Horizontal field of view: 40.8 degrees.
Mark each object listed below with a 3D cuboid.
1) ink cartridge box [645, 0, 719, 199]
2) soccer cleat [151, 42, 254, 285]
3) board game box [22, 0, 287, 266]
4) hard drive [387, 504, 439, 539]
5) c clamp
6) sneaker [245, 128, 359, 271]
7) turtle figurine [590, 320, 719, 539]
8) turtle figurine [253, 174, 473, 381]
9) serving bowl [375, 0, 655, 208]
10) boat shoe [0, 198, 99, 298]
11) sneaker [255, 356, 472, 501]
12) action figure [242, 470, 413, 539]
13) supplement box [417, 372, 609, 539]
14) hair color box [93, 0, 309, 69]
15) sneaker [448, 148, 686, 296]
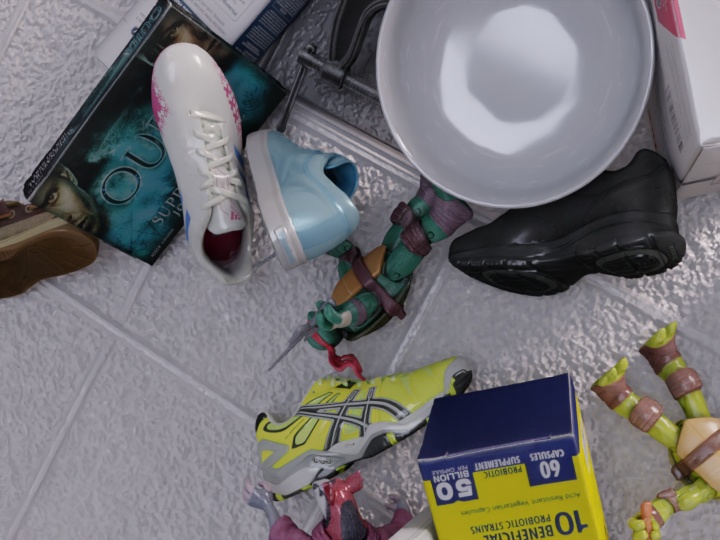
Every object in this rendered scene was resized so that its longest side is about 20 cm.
[{"bbox_3d":[0.246,-0.142,0.670,0.081,0.200,0.149,-11,83,11],"label":"ink cartridge box"},{"bbox_3d":[-0.118,-0.081,0.785,0.069,0.086,0.203,-18,123,-17],"label":"soccer cleat"},{"bbox_3d":[-0.172,-0.111,0.817,0.201,0.135,0.028,-50,42,10],"label":"board game box"},{"bbox_3d":[0.051,0.244,0.693,0.026,0.200,0.134,-4,84,15],"label":"hard drive"},{"bbox_3d":[0.039,-0.156,0.791,0.197,0.027,0.173,24,124,8],"label":"c clamp"},{"bbox_3d":[-0.041,-0.066,0.773,0.081,0.201,0.075,-19,123,-1],"label":"sneaker"},{"bbox_3d":[0.259,0.121,0.715,0.199,0.064,0.162,-37,72,2],"label":"turtle figurine"},{"bbox_3d":[0.000,0.000,0.784,0.200,0.101,0.150,-44,35,7],"label":"turtle figurine"},{"bbox_3d":[0.113,-0.150,0.702,0.197,0.066,0.204,4,102,19],"label":"serving bowl"},{"bbox_3d":[-0.321,-0.029,0.898,0.197,0.072,0.073,-15,51,25],"label":"boat shoe"},{"bbox_3d":[-0.003,0.114,0.785,0.198,0.075,0.077,-29,79,10],"label":"sneaker"},{"bbox_3d":[-0.019,0.235,0.724,0.131,0.150,0.202,-4,127,-4],"label":"action figure"},{"bbox_3d":[0.121,0.194,0.693,0.107,0.110,0.203,-13,103,14],"label":"supplement box"},{"bbox_3d":[-0.130,-0.227,0.854,0.200,0.060,0.100,-46,76,7],"label":"hair color box"},{"bbox_3d":[0.154,-0.035,0.738,0.198,0.076,0.092,-10,64,40],"label":"sneaker"}]
